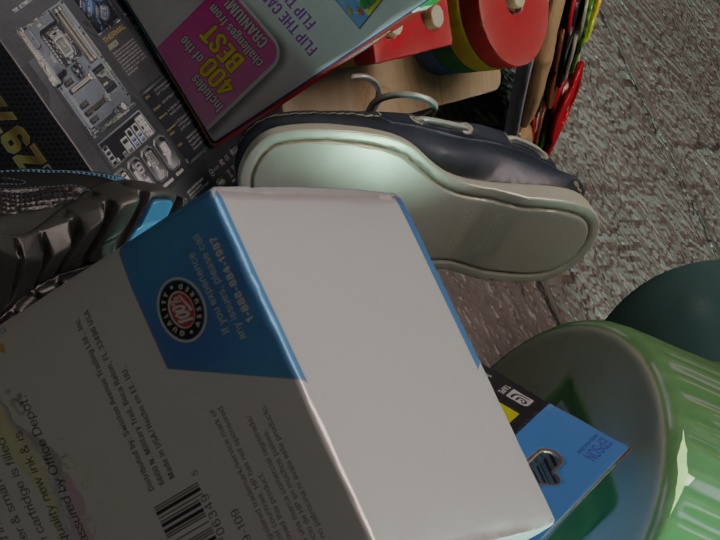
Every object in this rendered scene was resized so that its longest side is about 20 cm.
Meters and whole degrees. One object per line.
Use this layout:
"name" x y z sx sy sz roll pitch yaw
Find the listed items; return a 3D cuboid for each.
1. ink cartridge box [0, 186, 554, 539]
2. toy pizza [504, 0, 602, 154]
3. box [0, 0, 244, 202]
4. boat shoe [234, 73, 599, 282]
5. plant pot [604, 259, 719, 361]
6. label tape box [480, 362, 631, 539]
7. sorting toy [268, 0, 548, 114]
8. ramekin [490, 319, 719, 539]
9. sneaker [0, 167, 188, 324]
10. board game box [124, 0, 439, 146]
"ink cartridge box" -0.065 0.080 1.111 0.146 0.200 0.147 -2 64 -61
"toy pizza" 0.121 -0.149 1.702 0.032 0.201 0.200 16 30 6
"box" -0.116 -0.089 1.361 0.158 0.051 0.200 56 27 -9
"boat shoe" 0.022 -0.045 1.375 0.199 0.075 0.062 6 38 -32
"plant pot" 0.199 0.091 1.570 0.200 0.200 0.161 39 21 -34
"label tape box" 0.000 0.071 1.285 0.200 0.063 0.144 31 24 13
"sorting toy" 0.019 -0.176 1.440 0.199 0.069 0.201 -19 103 -55
"ramekin" 0.112 0.121 1.384 0.097 0.200 0.201 27 40 -34
"sneaker" -0.162 0.000 1.188 0.200 0.082 0.074 -9 109 -46
"board game box" -0.025 -0.171 1.324 0.153 0.200 0.040 59 26 -1
